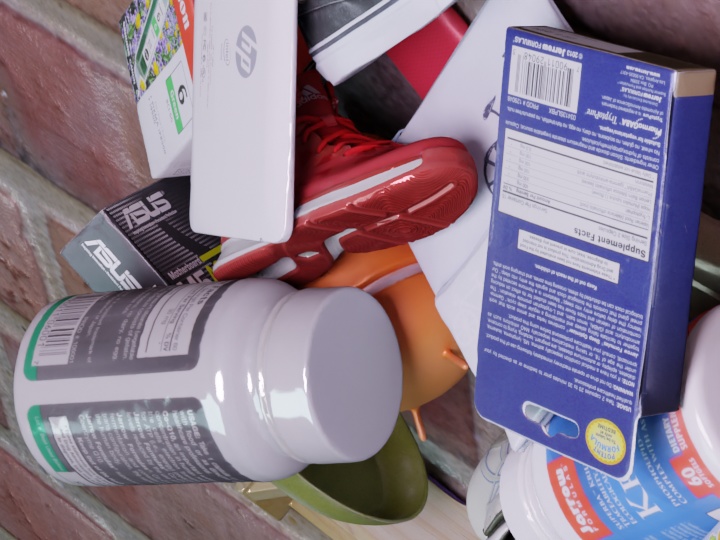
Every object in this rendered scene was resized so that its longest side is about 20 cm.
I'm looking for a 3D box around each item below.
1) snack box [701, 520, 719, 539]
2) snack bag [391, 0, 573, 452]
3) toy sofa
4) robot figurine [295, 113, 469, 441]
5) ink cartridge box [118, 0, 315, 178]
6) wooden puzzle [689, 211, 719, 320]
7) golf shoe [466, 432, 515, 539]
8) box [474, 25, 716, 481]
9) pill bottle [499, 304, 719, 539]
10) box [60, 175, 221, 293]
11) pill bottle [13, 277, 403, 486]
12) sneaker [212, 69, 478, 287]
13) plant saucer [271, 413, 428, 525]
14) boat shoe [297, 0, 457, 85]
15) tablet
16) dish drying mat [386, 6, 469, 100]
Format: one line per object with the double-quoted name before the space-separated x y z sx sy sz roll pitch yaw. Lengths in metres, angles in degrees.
"snack box" 0.236 0.202 1.269 0.169 0.200 0.068 125 148 -43
"snack bag" 0.081 -0.037 1.298 0.189 0.021 0.200 -56 50 42
"toy sofa" 0.019 0.177 1.760 0.200 0.098 0.083 35 174 28
"robot figurine" 0.000 0.001 1.476 0.200 0.144 0.117 57 -168 24
"ink cartridge box" -0.086 -0.138 1.484 0.200 0.050 0.109 139 120 -64
"wooden puzzle" 0.159 0.032 1.361 0.185 0.037 0.200 29 144 15
"golf shoe" 0.098 0.151 1.566 0.078 0.097 0.200 49 155 0
"box" 0.110 -0.010 1.216 0.121 0.032 0.200 22 111 49
"pill bottle" 0.158 0.095 1.300 0.112 0.112 0.200 51 144 -2
"box" -0.081 0.012 1.572 0.044 0.200 0.160 -42 86 24
"pill bottle" -0.085 0.063 1.398 0.200 0.113 0.113 -4 124 34
"sneaker" -0.017 -0.067 1.363 0.200 0.078 0.116 -21 66 45
"plant saucer" -0.039 0.092 1.623 0.200 0.200 0.031 48 111 6
"boat shoe" 0.022 -0.161 1.272 0.071 0.072 0.200 52 137 -5
"tablet" -0.065 -0.117 1.356 0.130 0.014 0.200 8 98 63
"dish drying mat" 0.087 -0.067 1.390 0.200 0.018 0.077 51 154 0
